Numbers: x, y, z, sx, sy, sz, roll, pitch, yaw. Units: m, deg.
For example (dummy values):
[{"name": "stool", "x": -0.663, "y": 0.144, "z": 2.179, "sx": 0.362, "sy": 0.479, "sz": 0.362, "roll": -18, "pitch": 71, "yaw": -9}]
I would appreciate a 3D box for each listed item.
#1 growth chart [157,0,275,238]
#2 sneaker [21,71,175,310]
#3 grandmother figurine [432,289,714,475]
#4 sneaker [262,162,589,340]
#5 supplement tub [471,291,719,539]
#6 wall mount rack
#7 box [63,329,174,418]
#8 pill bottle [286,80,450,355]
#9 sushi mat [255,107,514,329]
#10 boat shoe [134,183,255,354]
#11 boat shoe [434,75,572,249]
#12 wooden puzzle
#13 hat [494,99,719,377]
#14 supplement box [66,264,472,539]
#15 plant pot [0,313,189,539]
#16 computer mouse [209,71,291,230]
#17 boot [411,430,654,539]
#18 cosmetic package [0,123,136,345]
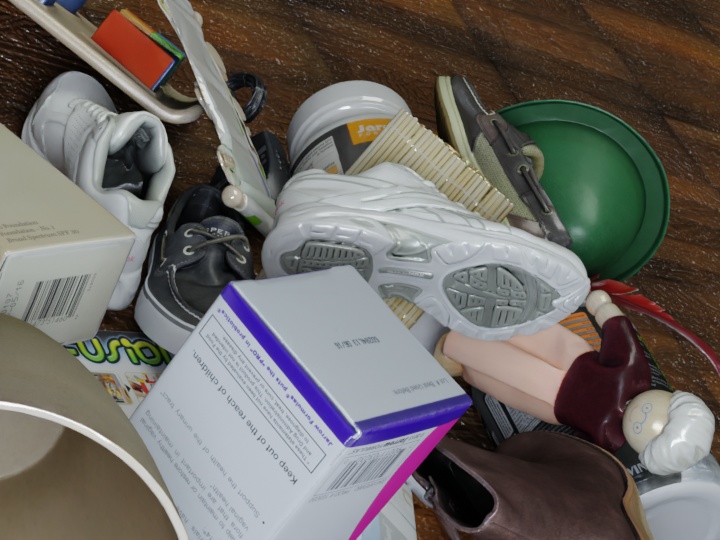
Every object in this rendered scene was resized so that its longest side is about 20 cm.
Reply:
[{"name": "growth chart", "x": -0.091, "y": -0.105, "z": 1.286, "sx": 0.145, "sy": 0.018, "sz": 0.201, "roll": 52, "pitch": 14, "yaw": -68}, {"name": "sneaker", "x": -0.152, "y": -0.069, "z": 1.250, "sx": 0.078, "sy": 0.099, "sz": 0.200, "roll": 19, "pitch": 33, "yaw": -32}, {"name": "grandmother figurine", "x": 0.132, "y": 0.074, "z": 1.235, "sx": 0.060, "sy": 0.122, "sz": 0.200, "roll": 2, "pitch": 16, "yaw": -46}, {"name": "sneaker", "x": 0.042, "y": -0.024, "z": 1.213, "sx": 0.199, "sy": 0.078, "sz": 0.100, "roll": 13, "pitch": 41, "yaw": -12}, {"name": "supplement tub", "x": 0.149, "y": 0.103, "z": 1.326, "sx": 0.122, "sy": 0.123, "sz": 0.200, "roll": 15, "pitch": 36, "yaw": -38}, {"name": "wall mount rack", "x": 0.023, "y": 0.116, "z": 1.162, "sx": 0.174, "sy": 0.074, "sz": 0.200, "roll": 50, "pitch": 21, "yaw": -33}, {"name": "box", "x": -0.112, "y": 0.085, "z": 1.135, "sx": 0.200, "sy": 0.035, "sz": 0.110, "roll": 6, "pitch": 41, "yaw": -46}, {"name": "pill bottle", "x": 0.011, "y": -0.035, "z": 1.378, "sx": 0.116, "sy": 0.116, "sz": 0.200, "roll": 21, "pitch": 32, "yaw": -29}, {"name": "sushi mat", "x": 0.000, "y": 0.000, "z": 1.260, "sx": 0.096, "sy": 0.200, "sz": 0.012, "roll": 39, "pitch": -10, "yaw": 7}, {"name": "boat shoe", "x": -0.091, "y": -0.003, "z": 1.207, "sx": 0.070, "sy": 0.066, "sz": 0.200, "roll": 18, "pitch": 16, "yaw": -9}, {"name": "boat shoe", "x": 0.096, "y": -0.066, "z": 1.401, "sx": 0.065, "sy": 0.073, "sz": 0.200, "roll": -13, "pitch": 46, "yaw": -3}, {"name": "wooden puzzle", "x": -0.183, "y": -0.169, "z": 1.358, "sx": 0.200, "sy": 0.046, "sz": 0.185, "roll": 34, "pitch": 6, "yaw": -6}, {"name": "hat", "x": 0.135, "y": -0.011, "z": 1.416, "sx": 0.166, "sy": 0.199, "sz": 0.176, "roll": 61, "pitch": 25, "yaw": -23}, {"name": "supplement box", "x": -0.056, "y": 0.104, "z": 0.995, "sx": 0.103, "sy": 0.200, "sz": 0.101, "roll": 48, "pitch": 28, "yaw": 21}, {"name": "plant pot", "x": -0.173, "y": 0.099, "z": 0.912, "sx": 0.187, "sy": 0.188, "sz": 0.200, "roll": 28, "pitch": 16, "yaw": -19}, {"name": "computer mouse", "x": -0.077, "y": -0.084, "z": 1.422, "sx": 0.034, "sy": 0.059, "sz": 0.200, "roll": 44, "pitch": 18, "yaw": -29}, {"name": "boot", "x": 0.085, "y": 0.116, "z": 1.111, "sx": 0.166, "sy": 0.072, "sz": 0.200, "roll": 32, "pitch": 7, "yaw": -31}, {"name": "cosmetic package", "x": -0.230, "y": -0.039, "z": 1.100, "sx": 0.200, "sy": 0.073, "sz": 0.103, "roll": 38, "pitch": 26, "yaw": 25}]
